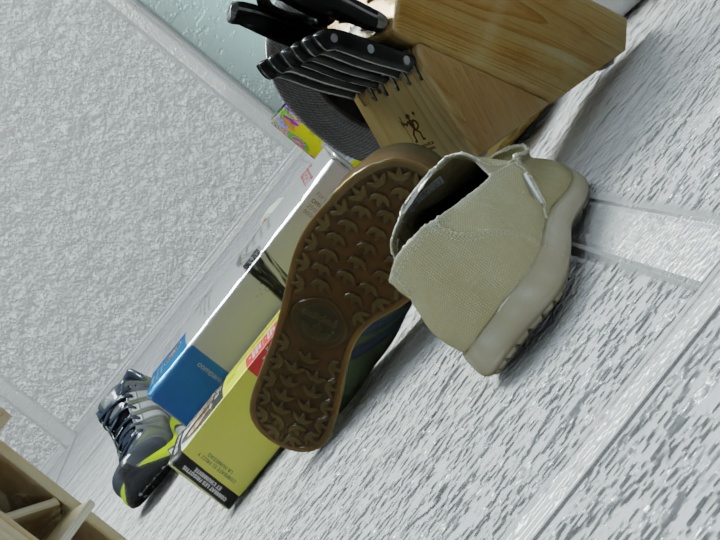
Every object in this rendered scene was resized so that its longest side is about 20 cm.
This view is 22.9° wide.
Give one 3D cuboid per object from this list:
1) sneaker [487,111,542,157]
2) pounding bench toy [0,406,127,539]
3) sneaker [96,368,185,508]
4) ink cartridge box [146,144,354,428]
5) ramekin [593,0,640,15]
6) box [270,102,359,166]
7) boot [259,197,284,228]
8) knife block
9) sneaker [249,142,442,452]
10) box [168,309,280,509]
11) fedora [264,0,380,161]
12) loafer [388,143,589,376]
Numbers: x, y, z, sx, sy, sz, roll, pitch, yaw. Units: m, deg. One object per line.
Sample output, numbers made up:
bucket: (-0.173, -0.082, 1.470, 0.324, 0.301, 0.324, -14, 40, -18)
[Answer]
sneaker: (0.075, -0.131, 1.136, 0.075, 0.090, 0.200, -48, 7, 25)
pounding bench toy: (-0.198, 0.203, 0.903, 0.124, 0.156, 0.200, -46, 9, 33)
sneaker: (-0.194, 0.142, 1.533, 0.074, 0.081, 0.200, -51, 7, 8)
ink cartridge box: (-0.051, 0.019, 1.207, 0.200, 0.084, 0.145, -52, 7, 3)
ramekin: (0.165, -0.240, 1.100, 0.203, 0.094, 0.202, -51, 6, 7)
box: (0.047, -0.177, 1.439, 0.193, 0.122, 0.200, -53, 6, -15)
boot: (-0.076, 0.014, 1.485, 0.145, 0.072, 0.200, -54, 11, -12)
knife block: (0.029, -0.146, 0.922, 0.200, 0.176, 0.064, -36, 12, -36)
sneaker: (0.000, 0.000, 0.948, 0.201, 0.067, 0.090, -64, -2, 34)
box: (-0.038, 0.050, 1.100, 0.200, 0.050, 0.075, -51, 6, 5)
fedora: (0.022, -0.147, 1.268, 0.200, 0.177, 0.090, -53, -4, -22)
loafer: (0.054, -0.021, 0.783, 0.076, 0.068, 0.200, -49, 7, 15)
